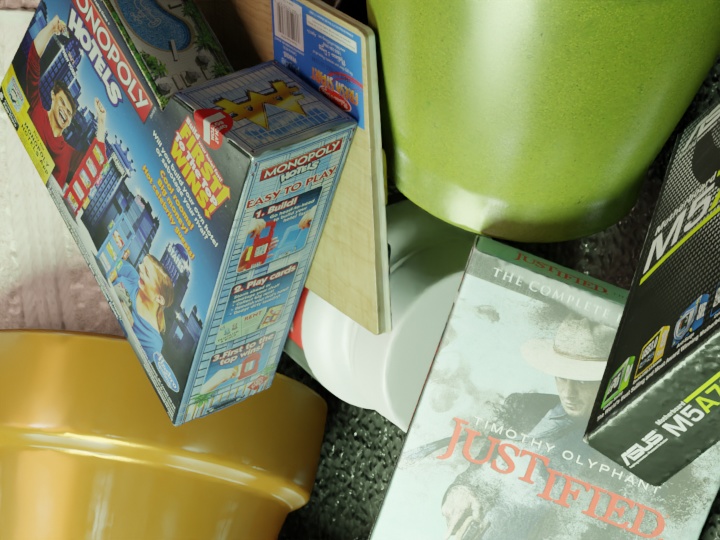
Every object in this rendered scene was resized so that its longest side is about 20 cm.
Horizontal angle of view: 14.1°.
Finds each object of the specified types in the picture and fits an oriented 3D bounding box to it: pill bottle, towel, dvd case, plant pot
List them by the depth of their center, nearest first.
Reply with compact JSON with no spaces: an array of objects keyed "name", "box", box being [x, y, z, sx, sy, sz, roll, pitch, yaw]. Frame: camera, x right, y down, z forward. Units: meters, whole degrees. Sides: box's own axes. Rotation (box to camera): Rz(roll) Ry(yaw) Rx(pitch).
[{"name":"plant pot","box":[0.082,-0.124,1.306,0.201,0.199,0.194,53,142,42]},{"name":"dvd case","box":[0.088,0.097,1.338,0.022,0.145,0.201,-61,-9,-66]},{"name":"pill bottle","box":[0.000,0.000,1.472,0.200,0.113,0.114,39,121,50]},{"name":"towel","box":[-0.157,-0.052,1.521,0.132,0.034,0.201,4,105,25]},{"name":"plant pot","box":[-0.129,0.144,1.537,0.200,0.199,0.184,-11,66,55]}]

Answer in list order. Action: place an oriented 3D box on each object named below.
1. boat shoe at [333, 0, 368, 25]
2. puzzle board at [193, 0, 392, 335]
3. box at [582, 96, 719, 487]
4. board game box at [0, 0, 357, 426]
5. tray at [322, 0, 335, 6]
[{"name":"boat shoe","box":[0.053,-0.165,1.444,0.202,0.060,0.072,-46,53,45]},{"name":"puzzle board","box":[-0.040,-0.073,1.391,0.200,0.017,0.151,33,133,51]},{"name":"box","box":[0.180,-0.033,1.180,0.200,0.047,0.194,-44,19,47]},{"name":"board game box","box":[-0.082,-0.058,1.381,0.201,0.061,0.200,61,149,13]},{"name":"tray","box":[-0.058,-0.059,1.569,0.037,0.098,0.201,31,115,40]}]
